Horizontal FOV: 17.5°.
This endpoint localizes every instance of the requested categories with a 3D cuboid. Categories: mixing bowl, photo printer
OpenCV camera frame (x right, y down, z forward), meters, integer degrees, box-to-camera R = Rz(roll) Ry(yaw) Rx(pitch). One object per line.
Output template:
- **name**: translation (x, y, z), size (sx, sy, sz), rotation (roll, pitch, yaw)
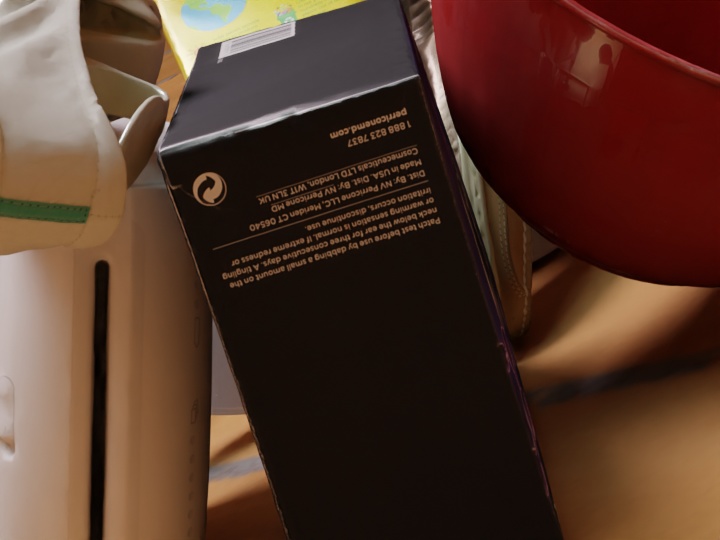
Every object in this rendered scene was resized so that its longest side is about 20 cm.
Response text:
- **mixing bowl**: translation (0.100, -0.067, 0.739), size (0.200, 0.199, 0.109), rotation (-46, -18, -52)
- **photo printer**: translation (-0.085, 0.034, 0.764), size (0.069, 0.168, 0.200), rotation (1, 9, -6)

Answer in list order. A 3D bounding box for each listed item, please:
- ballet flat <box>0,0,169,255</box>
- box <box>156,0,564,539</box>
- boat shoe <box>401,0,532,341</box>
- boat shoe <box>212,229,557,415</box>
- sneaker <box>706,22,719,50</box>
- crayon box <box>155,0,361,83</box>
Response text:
- **ballet flat**: translation (-0.087, -0.056, 0.675), size (0.069, 0.070, 0.200), rotation (-28, 24, 11)
- **box**: translation (0.000, 0.002, 0.710), size (0.078, 0.142, 0.200), rotation (-15, 13, 3)
- **boat shoe**: translation (0.056, -0.061, 0.883), size (0.076, 0.201, 0.072), rotation (0, -31, -10)
- **boat shoe**: translation (0.000, 0.000, 0.943), size (0.199, 0.074, 0.065), rotation (-21, 7, -6)
- **sneaker**: translation (0.150, -0.087, 0.910), size (0.108, 0.070, 0.200), rotation (-36, 10, -19)
- **crayon box**: translation (-0.016, -0.098, 1.039), size (0.126, 0.051, 0.200), rotation (-23, 46, -1)
